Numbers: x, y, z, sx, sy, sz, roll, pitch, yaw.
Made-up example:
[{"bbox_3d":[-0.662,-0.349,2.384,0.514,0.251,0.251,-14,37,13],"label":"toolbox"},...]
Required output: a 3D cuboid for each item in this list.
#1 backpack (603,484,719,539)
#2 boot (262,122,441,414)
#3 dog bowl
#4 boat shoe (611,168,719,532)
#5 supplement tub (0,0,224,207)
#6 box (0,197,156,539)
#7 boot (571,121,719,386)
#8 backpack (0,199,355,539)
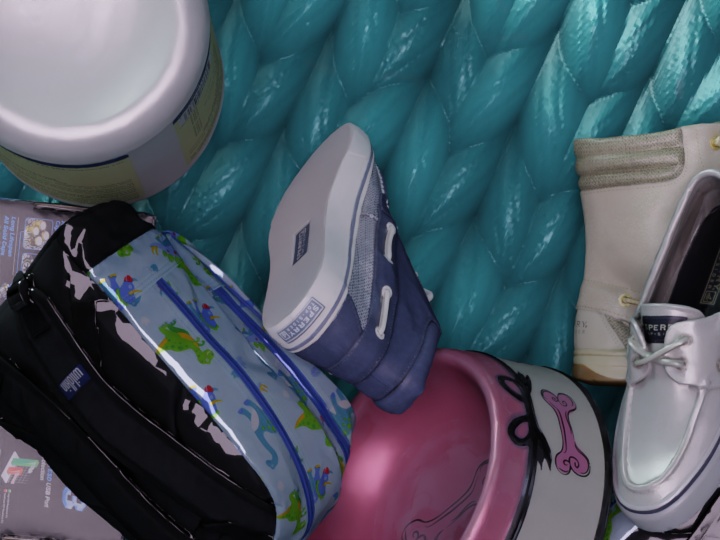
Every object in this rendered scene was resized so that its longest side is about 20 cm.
[{"bbox_3d":[0.195,0.168,1.423,0.163,0.154,0.200,39,108,-8],"label":"backpack"},{"bbox_3d":[0.000,0.000,1.428,0.090,0.200,0.073,38,121,-18],"label":"boot"},{"bbox_3d":[0.043,0.132,1.396,0.074,0.200,0.201,30,89,-32],"label":"dog bowl"},{"bbox_3d":[0.175,0.040,1.366,0.072,0.066,0.201,8,66,40],"label":"boat shoe"},{"bbox_3d":[-0.150,-0.114,1.401,0.144,0.200,0.146,0,82,0],"label":"supplement tub"},{"bbox_3d":[-0.225,0.055,1.472,0.197,0.050,0.201,5,90,-7],"label":"box"},{"bbox_3d":[0.221,-0.010,1.465,0.199,0.072,0.156,-1,86,1],"label":"boot"},{"bbox_3d":[-0.100,0.078,1.383,0.200,0.153,0.163,51,130,16],"label":"backpack"}]
